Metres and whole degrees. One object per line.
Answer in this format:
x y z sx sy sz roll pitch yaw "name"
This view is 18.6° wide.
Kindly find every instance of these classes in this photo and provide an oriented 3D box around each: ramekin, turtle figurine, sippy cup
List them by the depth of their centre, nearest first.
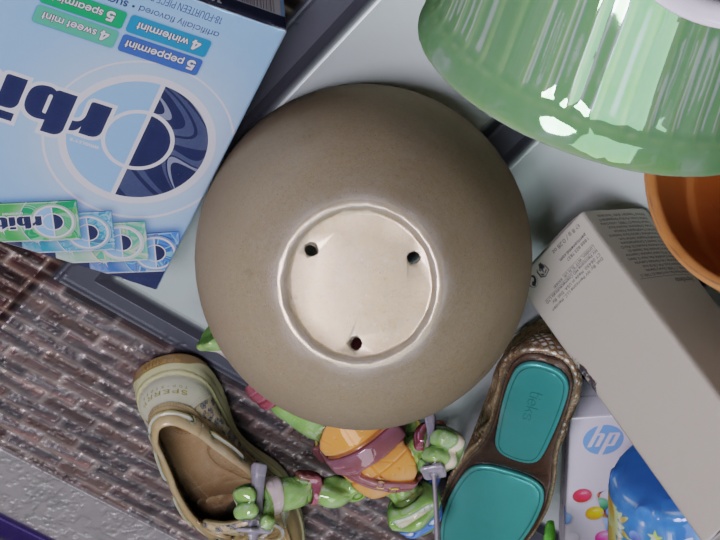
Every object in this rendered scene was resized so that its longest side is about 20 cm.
0.137 -0.142 1.143 0.198 0.201 0.098 10 121 -13 "ramekin"
-0.016 0.109 1.350 0.143 0.200 0.195 -15 112 50 "turtle figurine"
0.213 0.176 1.400 0.177 0.140 0.131 -23 121 -17 "sippy cup"

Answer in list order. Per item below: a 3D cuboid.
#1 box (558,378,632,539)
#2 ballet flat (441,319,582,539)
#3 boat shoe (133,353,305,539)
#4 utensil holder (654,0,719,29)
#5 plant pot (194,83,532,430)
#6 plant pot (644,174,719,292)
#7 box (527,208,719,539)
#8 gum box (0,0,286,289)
0.212 0.154 1.492 0.154 0.041 0.201 -3 129 -2 "box"
0.102 0.112 1.430 0.070 0.065 0.201 22 128 0 "ballet flat"
-0.094 0.142 1.440 0.073 0.063 0.201 -22 129 12 "boat shoe"
0.173 -0.234 1.050 0.168 0.201 0.171 -4 122 -6 "utensil holder"
0.000 0.000 1.227 0.198 0.134 0.202 0 97 2 "plant pot"
0.280 -0.053 1.241 0.199 0.201 0.140 -34 141 22 "plant pot"
0.186 0.059 1.305 0.082 0.201 0.068 -2 142 -51 "box"
-0.158 -0.097 1.249 0.169 0.045 0.201 17 125 -18 "gum box"
